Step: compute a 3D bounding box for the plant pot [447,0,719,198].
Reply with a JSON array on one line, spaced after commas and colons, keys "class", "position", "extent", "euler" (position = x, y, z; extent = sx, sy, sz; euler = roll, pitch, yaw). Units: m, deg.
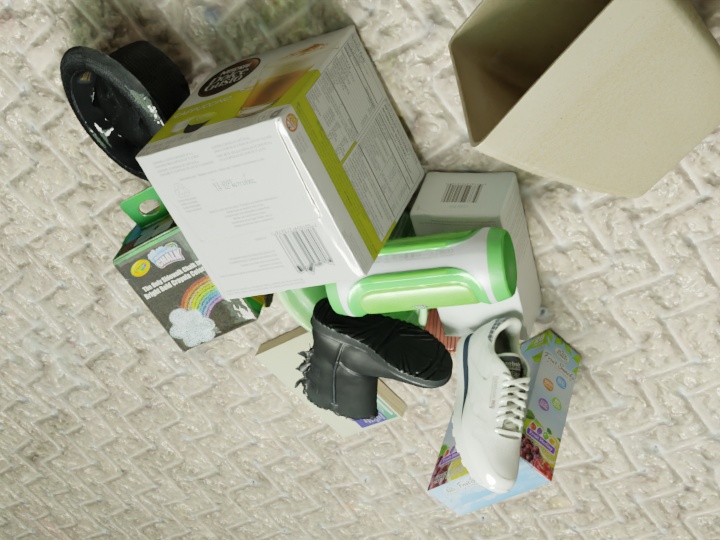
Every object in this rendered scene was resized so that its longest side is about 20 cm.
[{"class": "plant pot", "position": [0.217, -0.184, 0.938], "extent": [0.177, 0.200, 0.200], "euler": [29, 122, -23]}]

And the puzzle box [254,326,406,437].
[{"class": "puzzle box", "position": [-0.044, 0.163, 1.559], "extent": [0.133, 0.025, 0.200], "euler": [-25, 118, 41]}]

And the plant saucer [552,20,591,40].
[{"class": "plant saucer", "position": [0.205, -0.181, 1.087], "extent": [0.199, 0.027, 0.201], "euler": [13, 137, 13]}]

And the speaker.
[{"class": "speaker", "position": [0.066, 0.002, 1.163], "extent": [0.199, 0.089, 0.089], "euler": [-6, 130, 19]}]

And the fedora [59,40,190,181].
[{"class": "fedora", "position": [-0.255, -0.197, 1.235], "extent": [0.200, 0.092, 0.201], "euler": [33, 154, 19]}]

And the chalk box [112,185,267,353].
[{"class": "chalk box", "position": [-0.218, -0.024, 1.339], "extent": [0.124, 0.124, 0.200], "euler": [-24, 114, 21]}]

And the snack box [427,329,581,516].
[{"class": "snack box", "position": [0.182, 0.193, 1.346], "extent": [0.068, 0.200, 0.169], "euler": [40, 136, -15]}]

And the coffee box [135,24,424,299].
[{"class": "coffee box", "position": [-0.080, -0.116, 1.162], "extent": [0.199, 0.198, 0.200], "euler": [-8, 125, 33]}]

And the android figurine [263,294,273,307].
[{"class": "android figurine", "position": [-0.222, 0.003, 1.476], "extent": [0.199, 0.041, 0.182], "euler": [9, 136, 16]}]

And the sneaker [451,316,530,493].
[{"class": "sneaker", "position": [0.155, 0.150, 1.206], "extent": [0.076, 0.201, 0.080], "euler": [17, 147, -35]}]

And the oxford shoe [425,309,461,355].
[{"class": "oxford shoe", "position": [0.071, 0.083, 1.407], "extent": [0.199, 0.071, 0.074], "euler": [5, 159, 22]}]

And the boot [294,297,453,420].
[{"class": "boot", "position": [0.012, 0.128, 1.314], "extent": [0.198, 0.073, 0.163], "euler": [23, 137, 14]}]

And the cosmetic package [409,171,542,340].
[{"class": "cosmetic package", "position": [0.139, -0.014, 1.250], "extent": [0.112, 0.081, 0.200], "euler": [3, 135, 24]}]

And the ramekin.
[{"class": "ramekin", "position": [0.000, 0.000, 1.318], "extent": [0.199, 0.098, 0.200], "euler": [14, 137, 13]}]
